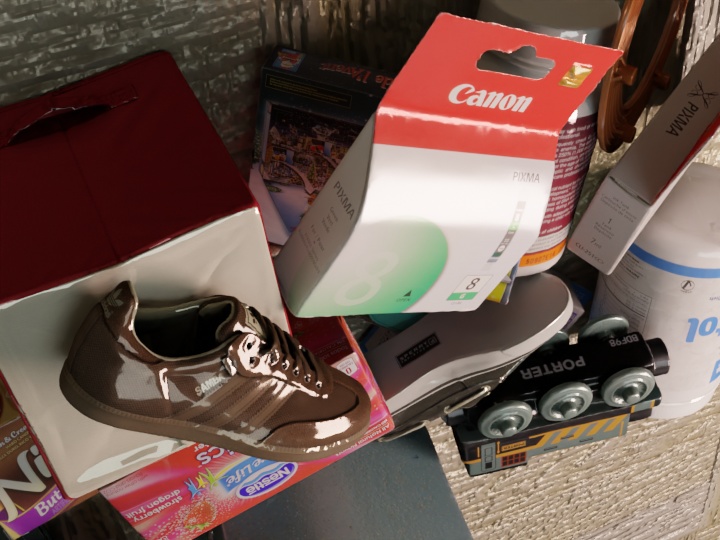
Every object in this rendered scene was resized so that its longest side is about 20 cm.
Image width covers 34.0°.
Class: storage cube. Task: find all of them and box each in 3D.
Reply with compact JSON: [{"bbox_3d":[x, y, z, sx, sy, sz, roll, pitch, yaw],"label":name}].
[{"bbox_3d":[-0.152,0.001,0.746,0.170,0.180,0.201,-21,134,-12],"label":"storage cube"}]

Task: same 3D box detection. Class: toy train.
[{"bbox_3d":[0.161,0.107,0.987,0.198,0.086,0.114,-13,140,-6],"label":"toy train"}]

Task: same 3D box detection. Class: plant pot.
[{"bbox_3d":[-0.044,0.247,0.970,0.198,0.197,0.197,9,123,-24],"label":"plant pot"}]

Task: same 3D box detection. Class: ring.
[{"bbox_3d":[0.214,-0.178,0.834,0.201,0.019,0.201,-54,156,-37],"label":"ring"}]

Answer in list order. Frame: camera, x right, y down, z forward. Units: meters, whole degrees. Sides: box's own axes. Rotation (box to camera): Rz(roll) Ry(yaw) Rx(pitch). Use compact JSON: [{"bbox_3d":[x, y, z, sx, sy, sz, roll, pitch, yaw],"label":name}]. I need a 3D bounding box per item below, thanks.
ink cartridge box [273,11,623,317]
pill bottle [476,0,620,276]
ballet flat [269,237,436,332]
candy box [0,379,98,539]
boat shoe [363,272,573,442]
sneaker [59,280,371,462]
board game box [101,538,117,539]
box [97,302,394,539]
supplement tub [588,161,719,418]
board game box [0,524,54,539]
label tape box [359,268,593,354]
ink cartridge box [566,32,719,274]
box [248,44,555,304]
[{"bbox_3d":[0.059,-0.052,0.703,0.160,0.050,0.200,0,141,-41],"label":"ink cartridge box"},{"bbox_3d":[0.117,-0.106,0.855,0.113,0.114,0.201,-9,131,-23],"label":"pill bottle"},{"bbox_3d":[0.000,0.000,0.907,0.199,0.067,0.068,14,122,-28],"label":"ballet flat"},{"bbox_3d":[-0.208,0.109,0.894,0.199,0.057,0.117,-29,136,-7],"label":"candy box"},{"bbox_3d":[0.074,0.068,0.902,0.199,0.071,0.064,-27,135,9],"label":"boat shoe"},{"bbox_3d":[-0.065,0.056,0.664,0.199,0.071,0.076,10,120,-36],"label":"sneaker"},{"bbox_3d":[-0.261,0.325,1.004,0.199,0.062,0.201,-24,137,-11],"label":"board game box"},{"bbox_3d":[-0.089,0.101,0.842,0.199,0.096,0.100,-28,136,-2],"label":"box"},{"bbox_3d":[0.275,0.017,1.040,0.131,0.132,0.201,-15,133,-19],"label":"supplement tub"},{"bbox_3d":[-0.312,0.278,0.998,0.134,0.028,0.201,-23,136,-10],"label":"board game box"},{"bbox_3d":[0.118,0.059,1.033,0.199,0.066,0.144,24,112,-40],"label":"label tape box"},{"bbox_3d":[0.244,-0.113,0.868,0.200,0.045,0.177,-48,168,-32],"label":"ink cartridge box"},{"bbox_3d":[0.023,-0.064,0.813,0.198,0.038,0.137,15,126,4],"label":"box"}]
